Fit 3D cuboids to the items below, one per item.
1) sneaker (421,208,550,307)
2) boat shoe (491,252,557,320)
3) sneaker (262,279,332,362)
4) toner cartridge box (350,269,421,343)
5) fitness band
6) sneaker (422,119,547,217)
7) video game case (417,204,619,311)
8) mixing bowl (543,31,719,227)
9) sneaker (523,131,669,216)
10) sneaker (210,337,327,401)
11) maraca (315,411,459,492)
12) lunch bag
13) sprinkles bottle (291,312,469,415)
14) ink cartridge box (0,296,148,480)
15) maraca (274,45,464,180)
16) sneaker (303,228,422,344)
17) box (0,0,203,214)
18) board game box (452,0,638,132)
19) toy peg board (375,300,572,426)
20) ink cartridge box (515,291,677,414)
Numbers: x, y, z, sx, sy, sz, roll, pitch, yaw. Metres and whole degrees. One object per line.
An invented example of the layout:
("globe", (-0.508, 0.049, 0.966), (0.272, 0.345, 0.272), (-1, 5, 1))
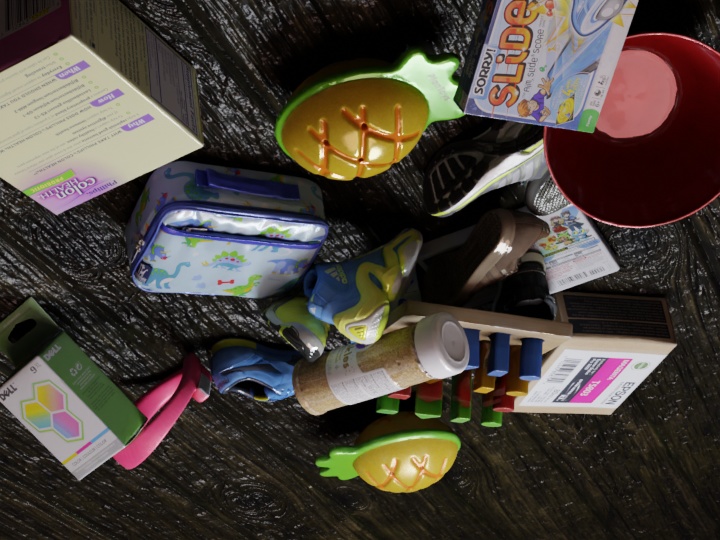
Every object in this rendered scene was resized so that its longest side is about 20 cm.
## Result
("sneaker", (0.142, -0.001, 1.756), (0.075, 0.071, 0.200), (4, 152, -27))
("boat shoe", (0.203, 0.055, 1.869), (0.074, 0.066, 0.199), (-8, 150, -4))
("sneaker", (-0.059, 0.041, 1.742), (0.076, 0.200, 0.075), (-43, 104, 7))
("toner cartridge box", (0.031, 0.066, 1.905), (0.095, 0.043, 0.200), (-11, 148, 0))
("fitness band", (-0.246, 0.170, 1.889), (0.144, 0.200, 0.037), (-42, 102, 6))
("sneaker", (0.149, -0.110, 1.628), (0.200, 0.074, 0.081), (-31, 146, 33))
("video game case", (0.188, -0.014, 1.839), (0.200, 0.022, 0.182), (-20, 147, 18))
("mixing bowl", (0.272, -0.155, 1.518), (0.200, 0.108, 0.200), (-1, 117, -1))
("sneaker", (0.256, -0.102, 1.648), (0.078, 0.091, 0.200), (21, 137, -39))
("sneaker", (-0.099, 0.140, 1.959), (0.200, 0.079, 0.066), (10, 142, -31))
("maraca", (0.039, 0.254, 2.135), (0.200, 0.107, 0.137), (-10, 150, 2))
("lunch bag", (-0.143, -0.042, 1.652), (0.200, 0.083, 0.161), (7, 142, -26))
("sprinkles bottle", (0.020, 0.104, 1.689), (0.200, 0.068, 0.068), (-20, 148, 33))
("ink cartridge box", (-0.355, 0.139, 1.798), (0.200, 0.059, 0.104), (48, 128, -8))
("maraca", (0.013, -0.153, 1.484), (0.200, 0.107, 0.137), (-22, 148, 19))
("sneaker", (0.000, 0.000, 1.703), (0.105, 0.200, 0.076), (20, 122, 8))
("box", (-0.272, -0.163, 1.404), (0.176, 0.097, 0.200), (-23, 145, 21))
("board game box", (0.175, -0.229, 1.385), (0.135, 0.034, 0.200), (6, 117, -19))
("toy peg board", (0.117, 0.115, 1.797), (0.200, 0.098, 0.199), (8, 164, -14))
("ink cartridge box", (0.292, 0.111, 2.019), (0.164, 0.075, 0.200), (4, 145, -19))
